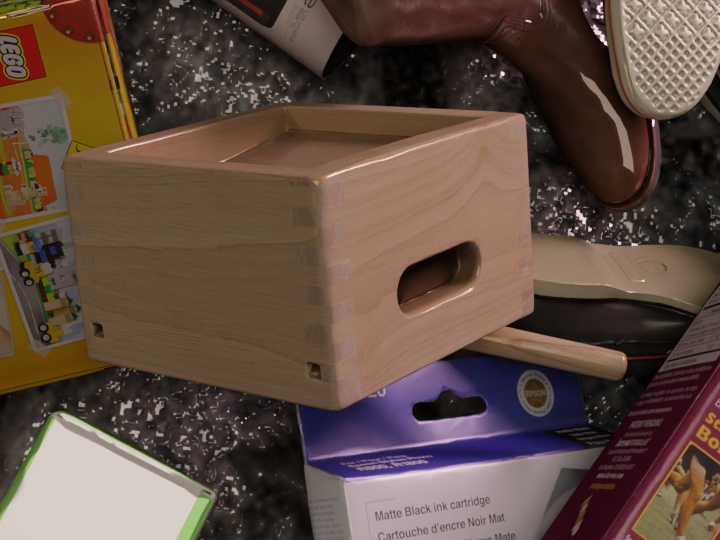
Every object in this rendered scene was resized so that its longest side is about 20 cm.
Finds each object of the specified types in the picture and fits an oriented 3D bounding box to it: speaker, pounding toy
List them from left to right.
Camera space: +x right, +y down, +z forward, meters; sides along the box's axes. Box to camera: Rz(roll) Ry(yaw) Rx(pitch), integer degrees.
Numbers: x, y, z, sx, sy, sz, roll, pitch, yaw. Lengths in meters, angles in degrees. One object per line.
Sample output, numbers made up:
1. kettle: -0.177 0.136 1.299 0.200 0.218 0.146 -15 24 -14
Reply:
1. speaker: -0.076 -0.194 0.850 0.200 0.081 0.081 36 81 2
2. pounding toy: 0.000 0.000 0.735 0.184 0.200 0.142 8 109 38

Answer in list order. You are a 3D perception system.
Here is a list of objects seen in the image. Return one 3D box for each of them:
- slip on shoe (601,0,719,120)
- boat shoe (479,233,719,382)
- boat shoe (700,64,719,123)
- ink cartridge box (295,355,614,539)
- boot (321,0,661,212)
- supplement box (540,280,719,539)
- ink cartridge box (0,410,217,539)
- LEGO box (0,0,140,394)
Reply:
1. slip on shoe: 0.157 -0.172 0.841 0.074 0.061 0.200 5 70 -19
2. boat shoe: 0.156 0.025 0.840 0.201 0.074 0.063 6 118 -12
3. boat shoe: 0.253 -0.085 0.857 0.074 0.066 0.199 -36 85 -10
4. ink cartridge box: 0.067 0.141 0.776 0.199 0.041 0.200 -3 80 -37
5. boot: 0.060 -0.115 0.796 0.200 0.064 0.187 -1 64 -48
6. supplement box: 0.185 0.111 0.725 0.131 0.103 0.200 38 80 -2
7. ink cartridge box: -0.136 0.152 0.732 0.084 0.200 0.146 27 81 -1
8. LEGO box: -0.181 -0.042 0.772 0.149 0.077 0.200 -13 116 -5
